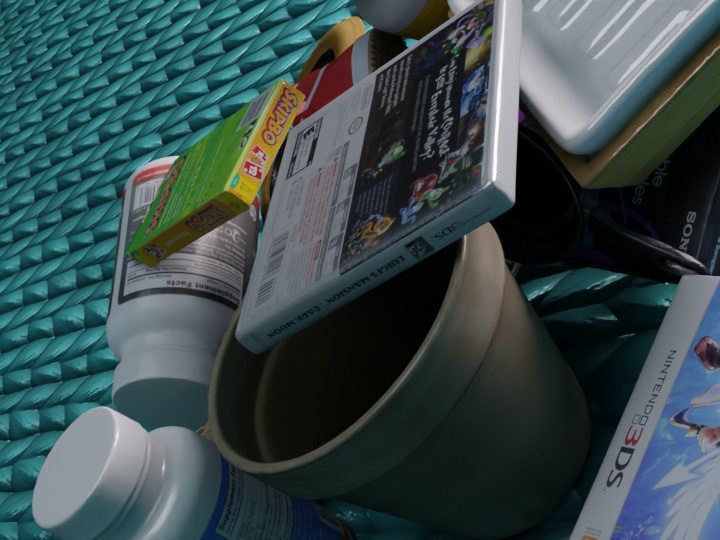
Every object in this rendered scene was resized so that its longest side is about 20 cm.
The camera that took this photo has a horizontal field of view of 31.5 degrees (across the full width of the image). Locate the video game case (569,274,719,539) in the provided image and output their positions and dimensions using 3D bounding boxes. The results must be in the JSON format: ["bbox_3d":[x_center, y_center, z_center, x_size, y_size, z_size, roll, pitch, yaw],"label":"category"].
[{"bbox_3d":[0.213,0.094,0.627,0.200,0.045,0.181,4,64,54],"label":"video game case"}]

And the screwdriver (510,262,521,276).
[{"bbox_3d":[0.118,-0.014,0.891,0.028,0.029,0.200,19,84,57],"label":"screwdriver"}]

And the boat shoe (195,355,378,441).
[{"bbox_3d":[-0.066,0.104,0.890,0.200,0.071,0.065,-37,37,27],"label":"boat shoe"}]

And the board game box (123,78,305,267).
[{"bbox_3d":[-0.111,-0.063,0.919,0.200,0.030,0.096,-19,42,56],"label":"board game box"}]

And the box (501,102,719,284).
[{"bbox_3d":[0.159,-0.073,0.817,0.200,0.036,0.143,13,87,49],"label":"box"}]

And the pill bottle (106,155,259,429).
[{"bbox_3d":[-0.142,0.018,1.025,0.116,0.116,0.200,-26,49,37],"label":"pill bottle"}]

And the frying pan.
[{"bbox_3d":[0.116,-0.050,0.767,0.190,0.115,0.031,4,41,46],"label":"frying pan"}]

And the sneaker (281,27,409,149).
[{"bbox_3d":[-0.020,-0.075,0.897,0.112,0.071,0.200,-26,40,34],"label":"sneaker"}]

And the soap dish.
[{"bbox_3d":[0.153,-0.157,0.768,0.157,0.081,0.200,-48,42,19],"label":"soap dish"}]

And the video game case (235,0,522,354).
[{"bbox_3d":[0.014,-0.061,0.734,0.182,0.023,0.200,-31,30,31],"label":"video game case"}]

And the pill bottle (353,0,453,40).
[{"bbox_3d":[0.063,-0.214,0.897,0.112,0.200,0.112,-28,58,58],"label":"pill bottle"}]

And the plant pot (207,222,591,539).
[{"bbox_3d":[0.038,0.069,0.755,0.200,0.174,0.200,-33,35,27],"label":"plant pot"}]

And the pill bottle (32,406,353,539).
[{"bbox_3d":[-0.107,0.170,0.827,0.112,0.200,0.112,-34,36,30],"label":"pill bottle"}]

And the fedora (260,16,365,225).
[{"bbox_3d":[-0.016,-0.109,1.071,0.201,0.082,0.201,-161,90,-73],"label":"fedora"}]
